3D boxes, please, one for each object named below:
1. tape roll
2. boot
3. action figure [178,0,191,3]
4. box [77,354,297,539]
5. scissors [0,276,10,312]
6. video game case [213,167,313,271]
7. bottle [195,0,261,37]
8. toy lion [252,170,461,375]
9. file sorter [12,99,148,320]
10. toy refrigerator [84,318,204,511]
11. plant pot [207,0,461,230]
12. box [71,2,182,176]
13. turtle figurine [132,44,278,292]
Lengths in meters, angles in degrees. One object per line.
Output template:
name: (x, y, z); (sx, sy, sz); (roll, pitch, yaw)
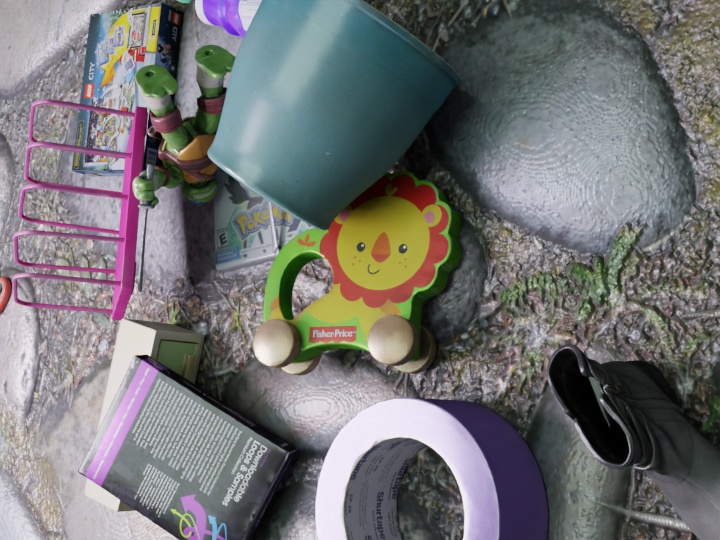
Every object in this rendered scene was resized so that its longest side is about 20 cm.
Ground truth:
tape roll: (0.060, 0.215, 0.975); (0.198, 0.085, 0.203); (-8, 78, 38)
boot: (0.222, 0.144, 0.823); (0.070, 0.131, 0.200); (-53, 55, 19)
action figure: (-0.229, -0.378, 1.316); (0.200, 0.054, 0.119); (44, 109, 27)
box: (-0.181, 0.199, 1.149); (0.199, 0.036, 0.144); (30, 97, 15)
scissors: (-0.540, 0.080, 1.523); (0.073, 0.014, 0.201); (46, 110, 32)
video game case: (-0.083, -0.105, 1.177); (0.198, 0.022, 0.185); (-12, 76, 37)
bottle: (-0.095, -0.281, 1.175); (0.199, 0.083, 0.066); (15, 134, 40)
toy lion: (0.000, 0.000, 1.058); (0.198, 0.069, 0.194); (-4, 75, 25)
file sorter: (-0.304, -0.064, 1.186); (0.139, 0.124, 0.202); (138, 135, -67)
toy refrigerator: (-0.239, 0.162, 1.229); (0.069, 0.076, 0.202); (13, 91, 39)
plant pot: (-0.039, -0.149, 1.017); (0.200, 0.199, 0.189); (37, 97, 36)
box: (-0.286, -0.218, 1.347); (0.136, 0.038, 0.203); (3, 85, 39)
turtle figurine: (-0.157, -0.111, 1.120); (0.142, 0.195, 0.201); (2, 47, 4)
